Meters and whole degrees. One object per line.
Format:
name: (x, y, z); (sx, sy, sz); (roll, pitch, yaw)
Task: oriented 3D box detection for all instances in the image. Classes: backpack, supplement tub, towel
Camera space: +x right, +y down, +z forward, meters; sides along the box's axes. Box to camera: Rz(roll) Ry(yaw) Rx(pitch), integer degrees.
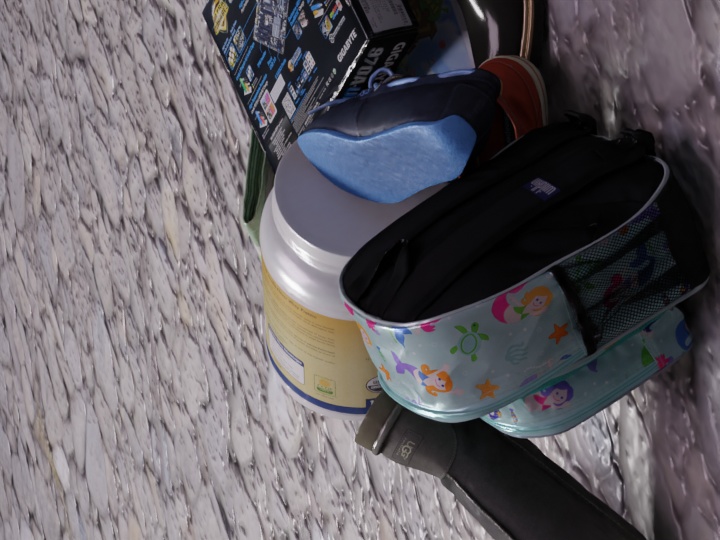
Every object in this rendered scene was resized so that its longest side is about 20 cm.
backpack: (0.093, 0.013, 1.350); (0.177, 0.199, 0.152); (30, 144, 61)
supplement tub: (0.000, 0.000, 1.588); (0.201, 0.143, 0.145); (90, 161, -55)
towel: (-0.051, -0.047, 1.729); (0.200, 0.023, 0.154); (67, -156, -55)

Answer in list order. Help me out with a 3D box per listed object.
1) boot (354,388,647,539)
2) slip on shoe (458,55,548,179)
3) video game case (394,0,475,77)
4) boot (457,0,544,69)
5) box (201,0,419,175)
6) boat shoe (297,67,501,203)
boot: (0.109, 0.127, 1.430); (0.199, 0.182, 0.073); (31, 126, 11)
slip on shoe: (0.096, -0.040, 1.468); (0.074, 0.061, 0.202); (4, 109, 34)
video game case: (0.011, -0.178, 1.606); (0.181, 0.022, 0.202); (-26, 78, 44)
boot: (0.042, -0.210, 1.480); (0.077, 0.137, 0.202); (-14, 85, 65)
box: (-0.040, -0.178, 1.579); (0.160, 0.046, 0.200); (65, 150, 20)
boat shoe: (0.033, -0.089, 1.433); (0.084, 0.069, 0.199); (46, 158, -26)
